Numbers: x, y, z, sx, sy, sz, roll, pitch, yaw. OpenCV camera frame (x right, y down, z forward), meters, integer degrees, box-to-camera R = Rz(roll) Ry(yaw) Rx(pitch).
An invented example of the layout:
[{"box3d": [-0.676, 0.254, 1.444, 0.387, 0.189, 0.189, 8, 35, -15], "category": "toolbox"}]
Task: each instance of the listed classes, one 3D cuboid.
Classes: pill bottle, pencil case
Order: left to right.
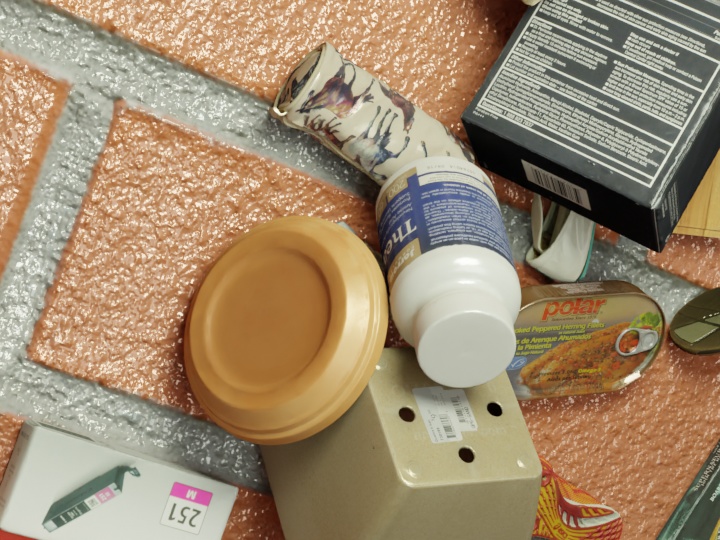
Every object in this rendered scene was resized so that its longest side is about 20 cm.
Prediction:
[{"box3d": [0.011, -0.121, 1.501, 0.199, 0.078, 0.090, 33, 69, -25], "category": "pencil case"}, {"box3d": [0.075, 0.002, 1.420, 0.110, 0.201, 0.112, -3, 129, -4], "category": "pill bottle"}]

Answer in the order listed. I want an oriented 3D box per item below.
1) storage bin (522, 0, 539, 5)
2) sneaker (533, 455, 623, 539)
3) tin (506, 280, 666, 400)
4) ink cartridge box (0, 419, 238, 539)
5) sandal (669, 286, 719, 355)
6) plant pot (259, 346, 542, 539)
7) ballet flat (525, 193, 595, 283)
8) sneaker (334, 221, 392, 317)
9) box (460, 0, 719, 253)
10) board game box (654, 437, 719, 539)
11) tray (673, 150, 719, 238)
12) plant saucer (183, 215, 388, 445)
[{"box3d": [0.160, -0.372, 1.479, 0.198, 0.094, 0.200, -41, 79, -15], "category": "storage bin"}, {"box3d": [0.170, 0.223, 1.616, 0.200, 0.077, 0.073, 38, 80, -38], "category": "sneaker"}, {"box3d": [0.203, 0.065, 1.621, 0.198, 0.042, 0.113, -2, 122, -25], "category": "tin"}, {"box3d": [-0.226, 0.241, 1.456, 0.199, 0.043, 0.175, 21, 86, -26], "category": "ink cartridge box"}, {"box3d": [0.405, 0.043, 1.722, 0.199, 0.082, 0.055, -28, 130, -27], "category": "sandal"}, {"box3d": [0.049, 0.170, 1.453, 0.198, 0.177, 0.201, 0, 53, -26], "category": "plant pot"}, {"box3d": [0.203, -0.088, 1.607, 0.069, 0.069, 0.202, 11, 96, -26], "category": "ballet flat"}, {"box3d": [0.000, 0.000, 1.517, 0.198, 0.075, 0.087, 2, 91, -26], "category": "sneaker"}, {"box3d": [0.230, -0.156, 1.518, 0.199, 0.199, 0.123, -58, 159, -10], "category": "box"}, {"box3d": [0.374, 0.290, 1.754, 0.135, 0.028, 0.201, 39, 81, -24], "category": "board game box"}, {"box3d": [0.336, -0.136, 1.676, 0.098, 0.037, 0.202, 5, 94, -26], "category": "tray"}, {"box3d": [-0.071, 0.046, 1.421, 0.037, 0.199, 0.201, 31, 82, -55], "category": "plant saucer"}]
